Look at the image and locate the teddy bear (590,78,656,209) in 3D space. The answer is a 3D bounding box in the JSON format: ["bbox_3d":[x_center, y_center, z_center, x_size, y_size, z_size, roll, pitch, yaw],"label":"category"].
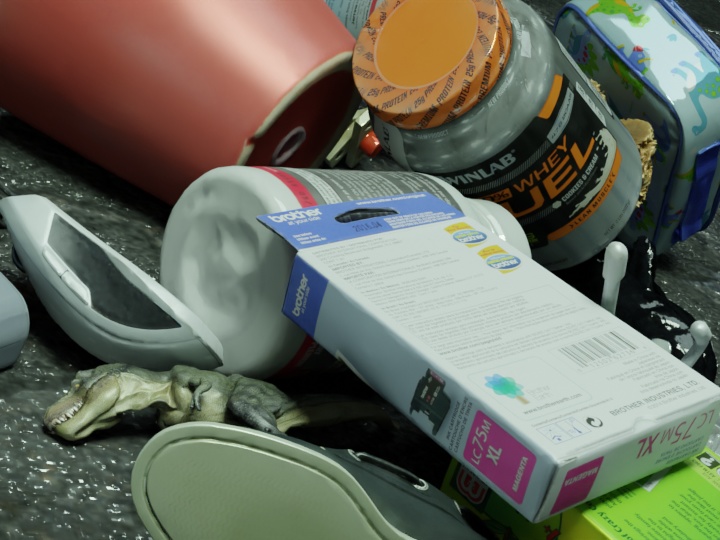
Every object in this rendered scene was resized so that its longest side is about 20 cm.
[{"bbox_3d":[0.123,-0.076,1.066,0.200,0.067,0.145,1,50,29],"label":"teddy bear"}]

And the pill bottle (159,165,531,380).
[{"bbox_3d":[0.000,0.000,0.804,0.200,0.111,0.111,-2,34,-45],"label":"pill bottle"}]

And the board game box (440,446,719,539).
[{"bbox_3d":[0.142,0.128,0.643,0.102,0.048,0.200,-15,44,-42],"label":"board game box"}]

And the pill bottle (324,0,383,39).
[{"bbox_3d":[-0.008,-0.189,1.152,0.109,0.109,0.200,1,8,-42],"label":"pill bottle"}]

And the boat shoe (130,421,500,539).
[{"bbox_3d":[-0.003,0.110,0.609,0.199,0.075,0.066,22,9,-14],"label":"boat shoe"}]

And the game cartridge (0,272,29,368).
[{"bbox_3d":[-0.257,-0.008,0.682,0.200,0.041,0.133,31,20,19],"label":"game cartridge"}]

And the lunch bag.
[{"bbox_3d":[0.216,-0.113,1.131,0.082,0.200,0.161,-28,60,-15],"label":"lunch bag"}]

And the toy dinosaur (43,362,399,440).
[{"bbox_3d":[-0.042,0.076,0.690,0.200,0.047,0.088,11,19,-34],"label":"toy dinosaur"}]

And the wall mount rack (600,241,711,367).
[{"bbox_3d":[0.175,0.067,0.720,0.200,0.075,0.174,40,8,31],"label":"wall mount rack"}]

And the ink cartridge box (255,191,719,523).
[{"bbox_3d":[0.052,0.029,0.673,0.119,0.042,0.200,-13,41,-42],"label":"ink cartridge box"}]

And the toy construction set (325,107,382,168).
[{"bbox_3d":[-0.068,-0.145,1.062,0.200,0.131,0.092,30,47,2],"label":"toy construction set"}]

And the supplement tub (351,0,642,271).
[{"bbox_3d":[0.085,-0.090,0.912,0.123,0.123,0.200,44,4,41],"label":"supplement tub"}]

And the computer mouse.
[{"bbox_3d":[-0.153,-0.004,0.728,0.200,0.044,0.110,36,-14,18],"label":"computer mouse"}]

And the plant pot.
[{"bbox_3d":[-0.105,-0.130,0.915,0.177,0.200,0.200,40,26,12],"label":"plant pot"}]

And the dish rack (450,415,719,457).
[{"bbox_3d":[0.136,0.098,0.804,0.172,0.044,0.200,33,25,25],"label":"dish rack"}]

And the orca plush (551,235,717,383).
[{"bbox_3d":[0.191,0.007,1.016,0.105,0.071,0.200,16,24,-16],"label":"orca plush"}]
